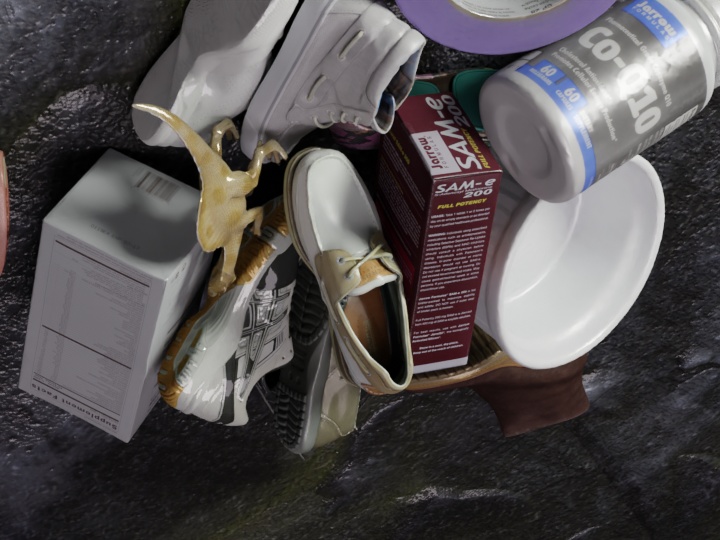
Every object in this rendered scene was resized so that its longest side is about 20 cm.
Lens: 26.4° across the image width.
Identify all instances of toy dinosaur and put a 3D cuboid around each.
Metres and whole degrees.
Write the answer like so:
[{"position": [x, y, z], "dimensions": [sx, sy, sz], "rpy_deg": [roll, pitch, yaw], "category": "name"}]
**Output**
[{"position": [-0.103, -0.066, 1.155], "dimensions": [0.058, 0.101, 0.200], "rpy_deg": [10, 137, 24], "category": "toy dinosaur"}]

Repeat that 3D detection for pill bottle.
[{"position": [0.201, -0.148, 1.194], "dimensions": [0.200, 0.114, 0.114], "rpy_deg": [-34, 142, -18], "category": "pill bottle"}]

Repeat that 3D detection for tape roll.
[{"position": [0.106, -0.260, 1.107], "dimensions": [0.199, 0.085, 0.200], "rpy_deg": [-9, 138, -8], "category": "tape roll"}]

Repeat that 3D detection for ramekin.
[{"position": [0.157, -0.026, 1.313], "dimensions": [0.200, 0.098, 0.201], "rpy_deg": [-24, 130, -32], "category": "ramekin"}]

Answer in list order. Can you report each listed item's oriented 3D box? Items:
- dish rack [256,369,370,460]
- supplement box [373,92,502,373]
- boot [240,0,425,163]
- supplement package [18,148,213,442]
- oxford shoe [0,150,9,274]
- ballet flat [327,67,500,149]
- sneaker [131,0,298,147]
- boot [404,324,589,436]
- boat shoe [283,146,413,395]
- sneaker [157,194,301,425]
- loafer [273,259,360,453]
[{"position": [-0.029, 0.084, 1.405], "dimensions": [0.153, 0.054, 0.200], "rpy_deg": [-47, 142, -19], "category": "dish rack"}, {"position": [0.053, -0.028, 1.218], "dimensions": [0.061, 0.109, 0.201], "rpy_deg": [-9, 133, -17], "category": "supplement box"}, {"position": [-0.022, -0.129, 1.169], "dimensions": [0.074, 0.096, 0.200], "rpy_deg": [-44, 170, -39], "category": "boot"}, {"position": [-0.199, 0.023, 1.265], "dimensions": [0.113, 0.110, 0.200], "rpy_deg": [26, 133, 6], "category": "supplement package"}, {"position": [-0.327, -0.018, 1.240], "dimensions": [0.074, 0.071, 0.200], "rpy_deg": [7, 133, -20], "category": "oxford shoe"}, {"position": [0.068, -0.126, 1.261], "dimensions": [0.199, 0.069, 0.071], "rpy_deg": [-2, 154, -10], "category": "ballet flat"}, {"position": [-0.091, -0.167, 1.166], "dimensions": [0.088, 0.075, 0.200], "rpy_deg": [8, 141, -40], "category": "sneaker"}, {"position": [0.135, 0.117, 1.525], "dimensions": [0.199, 0.072, 0.167], "rpy_deg": [-18, 135, -5], "category": "boot"}, {"position": [0.000, 0.000, 1.185], "dimensions": [0.075, 0.068, 0.201], "rpy_deg": [-25, 106, -21], "category": "boat shoe"}, {"position": [-0.083, 0.034, 1.251], "dimensions": [0.088, 0.076, 0.200], "rpy_deg": [31, 92, -24], "category": "sneaker"}, {"position": [-0.021, 0.055, 1.280], "dimensions": [0.069, 0.075, 0.201], "rpy_deg": [1, 112, -33], "category": "loafer"}]
